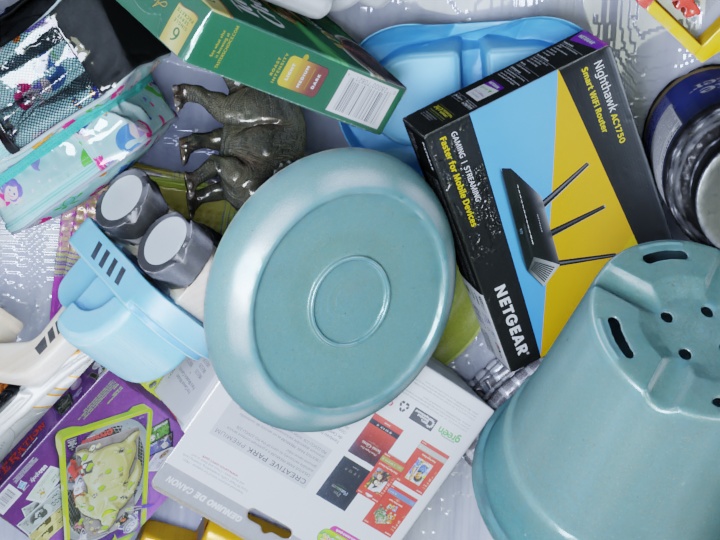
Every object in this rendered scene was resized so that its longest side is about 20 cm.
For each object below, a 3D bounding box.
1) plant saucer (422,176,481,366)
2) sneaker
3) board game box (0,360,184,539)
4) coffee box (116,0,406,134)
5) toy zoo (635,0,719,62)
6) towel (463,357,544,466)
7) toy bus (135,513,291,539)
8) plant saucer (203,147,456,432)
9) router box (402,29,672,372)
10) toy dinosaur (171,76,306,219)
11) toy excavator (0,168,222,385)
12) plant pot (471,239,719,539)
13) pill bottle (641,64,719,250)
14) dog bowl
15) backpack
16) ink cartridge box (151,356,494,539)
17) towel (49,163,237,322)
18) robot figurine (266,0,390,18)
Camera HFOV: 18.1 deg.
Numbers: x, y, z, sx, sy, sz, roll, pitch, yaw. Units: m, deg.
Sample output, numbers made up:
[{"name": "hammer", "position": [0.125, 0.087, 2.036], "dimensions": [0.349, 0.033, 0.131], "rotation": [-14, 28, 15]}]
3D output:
[{"name": "plant saucer", "position": [0.000, 0.000, 1.662], "dimensions": [0.199, 0.031, 0.201], "rotation": [0, 125, 0]}, {"name": "sneaker", "position": [-0.200, 0.087, 1.668], "dimensions": [0.200, 0.076, 0.092], "rotation": [-42, 107, 12]}, {"name": "board game box", "position": [-0.170, 0.120, 1.640], "dimensions": [0.200, 0.032, 0.120], "rotation": [-47, 124, -2]}, {"name": "coffee box", "position": [-0.071, -0.160, 1.530], "dimensions": [0.199, 0.123, 0.044], "rotation": [17, 111, -46]}, {"name": "toy zoo", "position": [0.241, -0.240, 1.612], "dimensions": [0.200, 0.020, 0.131], "rotation": [41, 104, -19]}, {"name": "towel", "position": [0.176, 0.134, 1.697], "dimensions": [0.165, 0.086, 0.200], "rotation": [-40, 102, 9]}, {"name": "toy bus", "position": [-0.076, 0.239, 1.735], "dimensions": [0.199, 0.065, 0.079], "rotation": [25, 104, -7]}, {"name": "plant saucer", "position": [-0.012, 0.018, 1.524], "dimensions": [0.199, 0.027, 0.201], "rotation": [-12, 112, -31]}, {"name": "router box", "position": [0.132, -0.049, 1.602], "dimensions": [0.149, 0.051, 0.201], "rotation": [-27, 118, -9]}, {"name": "toy dinosaur", "position": [-0.077, -0.090, 1.590], "dimensions": [0.102, 0.201, 0.077], "rotation": [-7, 149, -5]}, {"name": "toy excavator", "position": [-0.185, 0.031, 1.558], "dimensions": [0.200, 0.194, 0.100], "rotation": [-49, 133, 0]}, {"name": "plant pot", "position": [0.194, 0.096, 1.513], "dimensions": [0.199, 0.201, 0.197], "rotation": [14, 138, -4]}, {"name": "pill bottle", "position": [0.262, -0.073, 1.579], "dimensions": [0.111, 0.200, 0.113], "rotation": [0, 106, 0]}, {"name": "dog bowl", "position": [0.082, -0.130, 1.641], "dimensions": [0.199, 0.050, 0.112], "rotation": [-3, 106, 1]}, {"name": "backpack", "position": [-0.233, -0.112, 1.579], "dimensions": [0.199, 0.178, 0.151], "rotation": [-26, 98, 11]}, {"name": "ink cartridge box", "position": [-0.038, 0.111, 1.624], "dimensions": [0.200, 0.084, 0.176], "rotation": [34, 95, -27]}, {"name": "towel", "position": [-0.159, 0.017, 1.695], "dimensions": [0.143, 0.023, 0.201], "rotation": [9, 106, -4]}, {"name": "robot figurine", "position": [-0.049, -0.250, 1.555], "dimensions": [0.199, 0.170, 0.113], "rotation": [22, 140, -28]}]
